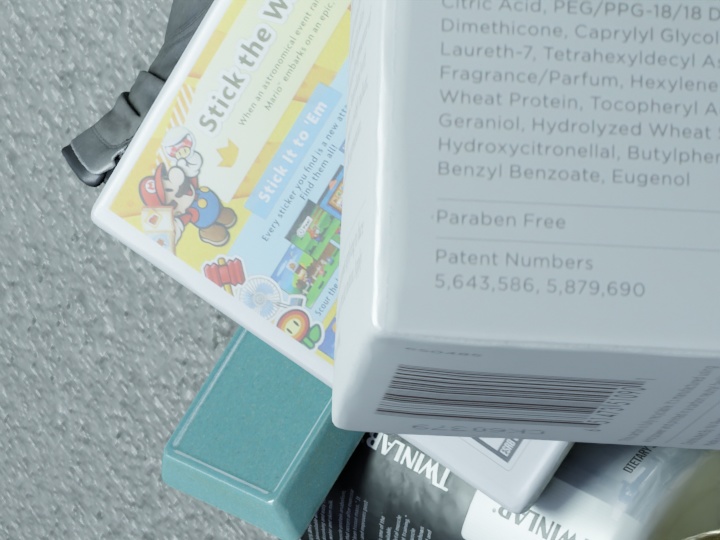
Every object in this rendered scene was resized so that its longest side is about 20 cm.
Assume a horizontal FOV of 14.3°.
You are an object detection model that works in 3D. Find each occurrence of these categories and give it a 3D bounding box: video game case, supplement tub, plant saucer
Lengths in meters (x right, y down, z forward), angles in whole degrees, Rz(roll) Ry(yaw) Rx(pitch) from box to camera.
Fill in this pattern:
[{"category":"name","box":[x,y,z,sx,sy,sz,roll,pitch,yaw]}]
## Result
[{"category":"video game case","box":[0.033,-0.050,0.953,0.182,0.023,0.200,34,106,9]},{"category":"supplement tub","box":[0.047,0.077,1.056,0.200,0.122,0.123,25,125,36]},{"category":"plant saucer","box":[0.000,0.000,1.038,0.070,0.200,0.019,21,164,39]}]

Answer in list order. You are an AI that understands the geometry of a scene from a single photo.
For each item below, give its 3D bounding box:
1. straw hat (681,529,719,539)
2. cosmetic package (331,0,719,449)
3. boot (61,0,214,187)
[{"category":"straw hat","box":[0.170,0.091,0.947,0.201,0.201,0.085,-34,39,48]},{"category":"cosmetic package","box":[0.080,-0.060,0.813,0.165,0.165,0.200,110,163,-79]},{"category":"boot","box":[-0.018,-0.061,1.043,0.070,0.132,0.200,37,166,-33]}]
